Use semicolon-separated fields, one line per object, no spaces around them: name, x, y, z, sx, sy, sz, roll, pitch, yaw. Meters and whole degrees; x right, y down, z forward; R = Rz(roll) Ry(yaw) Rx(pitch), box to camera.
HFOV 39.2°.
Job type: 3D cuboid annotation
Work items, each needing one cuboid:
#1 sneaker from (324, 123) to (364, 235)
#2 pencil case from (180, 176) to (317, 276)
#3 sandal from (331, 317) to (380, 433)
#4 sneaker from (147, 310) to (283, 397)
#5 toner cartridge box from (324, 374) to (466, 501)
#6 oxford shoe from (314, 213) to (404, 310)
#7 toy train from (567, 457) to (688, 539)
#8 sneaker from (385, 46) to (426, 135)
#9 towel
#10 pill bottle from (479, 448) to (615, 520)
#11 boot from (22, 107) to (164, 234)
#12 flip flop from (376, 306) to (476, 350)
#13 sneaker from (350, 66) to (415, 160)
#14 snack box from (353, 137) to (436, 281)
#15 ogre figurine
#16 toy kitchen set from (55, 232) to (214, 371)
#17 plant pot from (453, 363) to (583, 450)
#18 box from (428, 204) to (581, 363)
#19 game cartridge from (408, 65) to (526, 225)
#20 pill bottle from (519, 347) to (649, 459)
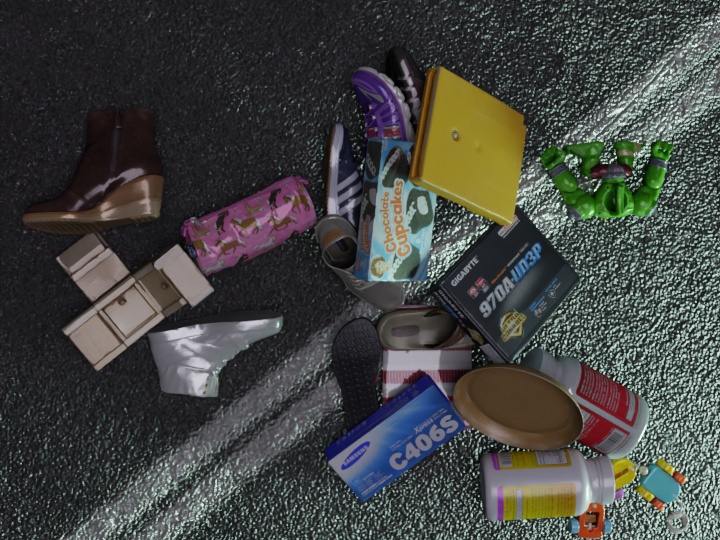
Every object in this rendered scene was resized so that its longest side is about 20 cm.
sneaker;0.001;-0.118;1.505;0.108;0.070;0.201;-1;103;-6
pencil case;-0.161;-0.067;1.476;0.199;0.087;0.083;-24;68;-8
sandal;-0.004;0.162;1.551;0.075;0.045;0.201;-3;111;2
sneaker;-0.206;0.126;1.494;0.199;0.074;0.116;-9;99;0
toner cartridge box;0.053;0.257;1.546;0.200;0.043;0.095;-37;110;4
oxford shoe;0.000;0.000;1.486;0.075;0.058;0.200;-32;127;12
toy train;0.432;0.373;1.651;0.199;0.056;0.151;-1;97;-8
sneaker;0.117;-0.254;1.523;0.115;0.076;0.201;-26;108;-15
towel;0.104;0.153;1.580;0.143;0.023;0.201;0;94;-9
pill bottle;0.289;0.332;1.573;0.199;0.104;0.105;-3;96;2
boot;-0.381;-0.142;1.435;0.199;0.072;0.167;-7;75;-6
flip flop;0.123;0.084;1.536;0.199;0.058;0.081;-6;95;-11
sneaker;0.032;-0.203;1.490;0.083;0.081;0.201;-28;101;-24
snack box;0.054;-0.085;1.452;0.116;0.037;0.201;0;99;-39
ogre figurine;0.384;-0.139;1.568;0.199;0.098;0.120;-1;84;-22
toy kitchen set;-0.337;0.020;1.397;0.200;0.180;0.163;-39;100;-9
plant pot;0.238;0.201;1.519;0.200;0.200;0.028;34;51;-12
box;0.222;0.022;1.533;0.159;0.046;0.200;48;63;-4
game cartridge;0.162;-0.179;1.482;0.200;0.032;0.177;22;72;-39
pill bottle;0.341;0.204;1.584;0.200;0.112;0.113;30;89;-12
